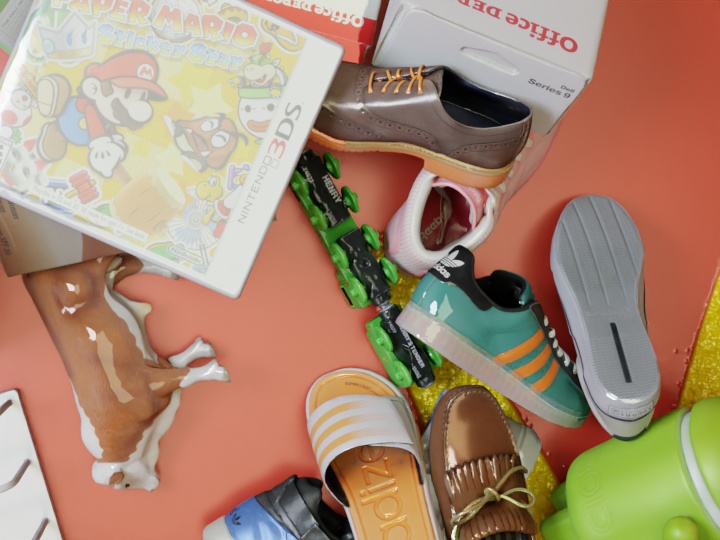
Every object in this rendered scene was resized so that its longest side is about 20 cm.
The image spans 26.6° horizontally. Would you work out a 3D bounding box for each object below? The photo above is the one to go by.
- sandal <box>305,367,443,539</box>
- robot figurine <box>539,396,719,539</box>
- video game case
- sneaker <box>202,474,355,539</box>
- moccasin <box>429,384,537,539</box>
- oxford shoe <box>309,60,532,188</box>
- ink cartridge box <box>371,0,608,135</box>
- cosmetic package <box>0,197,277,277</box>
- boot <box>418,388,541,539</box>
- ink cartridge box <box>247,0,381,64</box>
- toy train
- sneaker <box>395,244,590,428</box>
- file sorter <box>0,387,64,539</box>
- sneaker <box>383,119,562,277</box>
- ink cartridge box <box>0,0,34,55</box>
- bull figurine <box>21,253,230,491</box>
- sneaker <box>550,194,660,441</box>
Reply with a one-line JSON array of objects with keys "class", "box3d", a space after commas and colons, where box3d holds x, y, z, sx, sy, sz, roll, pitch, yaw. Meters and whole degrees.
[{"class": "sandal", "box3d": [0.012, 0.146, 1.098, 0.079, 0.059, 0.208, -24, 54, 3]}, {"class": "robot figurine", "box3d": [0.233, 0.167, 1.128, 0.199, 0.176, 0.116, -30, 101, 28]}, {"class": "video game case", "box3d": [-0.135, -0.104, 1.001, 0.199, 0.023, 0.183, 24, 91, -6]}, {"class": "sneaker", "box3d": [-0.020, 0.247, 1.139, 0.111, 0.077, 0.201, -34, 89, 4]}, {"class": "moccasin", "box3d": [0.092, 0.183, 1.089, 0.073, 0.078, 0.203, -2, 84, -13]}, {"class": "oxford shoe", "box3d": [0.023, -0.122, 1.050, 0.198, 0.073, 0.072, 14, 54, -12]}, {"class": "ink cartridge box", "box3d": [0.103, -0.219, 1.101, 0.145, 0.084, 0.201, 21, 61, -8]}, {"class": "cosmetic package", "box3d": [-0.166, -0.075, 1.074, 0.198, 0.104, 0.088, -13, 49, -4]}, {"class": "boot", "box3d": [0.053, 0.192, 1.159, 0.095, 0.074, 0.201, 28, 79, -1]}, {"class": "ink cartridge box", "box3d": [-0.038, -0.232, 1.130, 0.115, 0.067, 0.202, 13, 90, -7]}, {"class": "toy train", "box3d": [0.000, 0.000, 1.147, 0.042, 0.056, 0.201, -30, 95, -17]}, {"class": "sneaker", "box3d": [0.117, 0.051, 1.124, 0.199, 0.071, 0.080, 32, 92, -39]}, {"class": "file sorter", "box3d": [-0.286, 0.206, 1.080, 0.138, 0.125, 0.202, -17, 94, -6]}, {"class": "sneaker", "box3d": [0.094, -0.079, 1.134, 0.075, 0.105, 0.201, 38, 86, -4]}, {"class": "ink cartridge box", "box3d": [-0.199, -0.207, 1.050, 0.048, 0.200, 0.146, 33, 86, 30]}, {"class": "bull figurine", "box3d": [-0.171, 0.063, 1.122, 0.121, 0.065, 0.201, -25, 95, -10]}, {"class": "sneaker", "box3d": [0.179, 0.035, 1.142, 0.072, 0.071, 0.201, -1, 53, 0]}]
